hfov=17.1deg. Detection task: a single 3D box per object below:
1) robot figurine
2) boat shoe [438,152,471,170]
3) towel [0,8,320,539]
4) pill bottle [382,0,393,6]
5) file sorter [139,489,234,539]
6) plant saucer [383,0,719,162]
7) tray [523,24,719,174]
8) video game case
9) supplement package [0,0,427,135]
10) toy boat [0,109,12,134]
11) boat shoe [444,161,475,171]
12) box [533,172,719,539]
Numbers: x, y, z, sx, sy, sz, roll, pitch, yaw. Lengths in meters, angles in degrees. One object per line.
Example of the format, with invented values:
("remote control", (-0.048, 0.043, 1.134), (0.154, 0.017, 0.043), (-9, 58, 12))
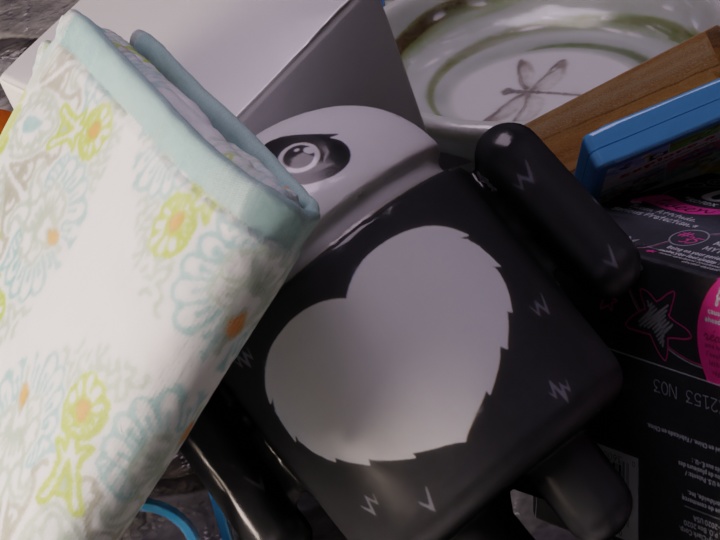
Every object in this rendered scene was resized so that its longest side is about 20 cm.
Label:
("robot figurine", (0.017, 0.032, 0.896), (0.150, 0.200, 0.125), (-34, -9, -35))
("boat shoe", (0.110, -0.068, 1.264), (0.199, 0.069, 0.057), (-1, 27, 15))
("towel", (-0.101, 0.009, 0.870), (0.172, 0.048, 0.200), (-60, 33, 10))
("pill bottle", (0.055, -0.183, 1.445), (0.199, 0.113, 0.112), (1, 32, 28))
("file sorter", (-0.107, 0.122, 0.955), (0.122, 0.140, 0.200), (-9, 29, 9))
("plant saucer", (0.091, -0.095, 1.193), (0.199, 0.051, 0.200), (-6, 29, 4))
("tray", (0.144, -0.055, 1.101), (0.098, 0.037, 0.200), (-27, -13, 14))
("video game case", (0.155, -0.048, 1.035), (0.142, 0.018, 0.200), (-22, -14, -5))
("supplement package", (-0.045, -0.034, 1.043), (0.121, 0.201, 0.120), (26, 62, 36))
("toy boat", (-0.174, -0.025, 1.254), (0.199, 0.131, 0.131), (8, 43, 39))
("boat shoe", (0.000, 0.000, 1.184), (0.200, 0.072, 0.071), (-33, 36, -25))
("box", (0.173, 0.051, 0.920), (0.114, 0.133, 0.199), (-16, 22, -37))
